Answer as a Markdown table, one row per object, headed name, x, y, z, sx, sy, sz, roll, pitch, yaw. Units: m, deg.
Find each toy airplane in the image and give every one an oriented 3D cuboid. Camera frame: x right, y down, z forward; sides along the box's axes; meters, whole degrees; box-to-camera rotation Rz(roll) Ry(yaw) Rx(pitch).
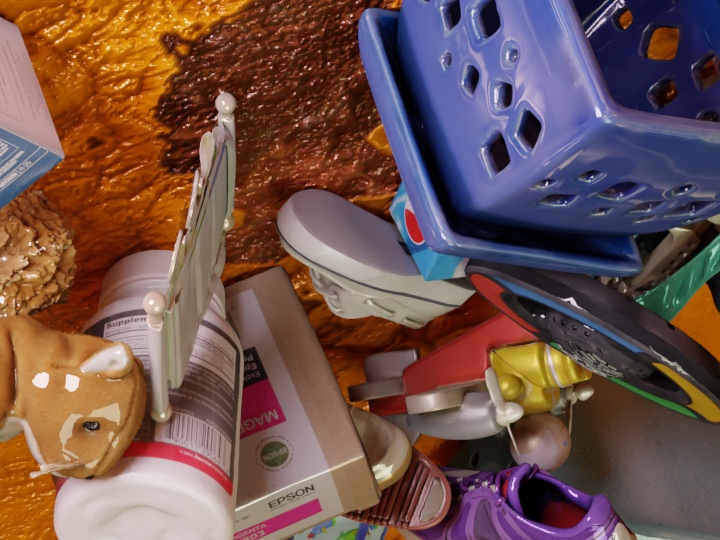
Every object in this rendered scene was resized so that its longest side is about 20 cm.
| name | x | y | z | sx | sy | sz | roll | pitch | yaw |
| --- | --- | --- | --- | --- | --- | --- | --- | --- | --- |
| toy airplane | 0.094 | 0.088 | 1.730 | 0.200 | 0.141 | 0.199 | -25 | 171 | -26 |

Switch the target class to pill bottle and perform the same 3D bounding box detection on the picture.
| name | x | y | z | sx | sy | sz | roll | pitch | yaw |
| --- | --- | --- | --- | --- | --- | --- | --- | --- | --- |
| pill bottle | -0.129 | 0.086 | 1.502 | 0.111 | 0.200 | 0.111 | 0 | 137 | 0 |

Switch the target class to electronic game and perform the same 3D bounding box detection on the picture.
| name | x | y | z | sx | sy | sz | roll | pitch | yaw |
| --- | --- | --- | --- | --- | --- | --- | --- | --- | --- |
| electronic game | 0.156 | 0.045 | 1.550 | 0.042 | 0.200 | 0.200 | -60 | 146 | -7 |

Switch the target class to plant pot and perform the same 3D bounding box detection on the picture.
| name | x | y | z | sx | sy | sz | roll | pitch | yaw |
| --- | --- | --- | --- | --- | --- | --- | --- | --- | --- |
| plant pot | 0.123 | -0.109 | 1.419 | 0.200 | 0.200 | 0.180 | 7 | 143 | -41 |
| plant pot | 0.177 | 0.192 | 1.909 | 0.200 | 0.196 | 0.196 | 13 | 133 | -32 |

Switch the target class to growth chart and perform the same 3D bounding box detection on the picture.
| name | x | y | z | sx | sy | sz | roll | pitch | yaw |
| --- | --- | --- | --- | --- | --- | --- | --- | --- | --- |
| growth chart | -0.098 | -0.011 | 1.429 | 0.018 | 0.200 | 0.145 | 10 | 137 | 5 |

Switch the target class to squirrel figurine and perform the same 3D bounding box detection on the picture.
| name | x | y | z | sx | sy | sz | roll | pitch | yaw |
| --- | --- | --- | --- | --- | --- | --- | --- | --- | --- |
| squirrel figurine | -0.216 | 0.039 | 1.388 | 0.187 | 0.200 | 0.142 | 1 | 168 | 3 |

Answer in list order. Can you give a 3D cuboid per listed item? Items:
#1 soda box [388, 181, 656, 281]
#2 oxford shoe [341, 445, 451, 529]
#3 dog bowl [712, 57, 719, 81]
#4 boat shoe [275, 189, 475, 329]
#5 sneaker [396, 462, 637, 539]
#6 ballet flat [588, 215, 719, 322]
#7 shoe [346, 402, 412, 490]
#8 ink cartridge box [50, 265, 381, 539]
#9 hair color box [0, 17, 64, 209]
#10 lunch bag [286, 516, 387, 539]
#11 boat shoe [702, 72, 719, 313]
| name | x | y | z | sx | sy | sz | roll | pitch | yaw |
| --- | --- | --- | --- | --- | --- | --- | --- | --- | --- |
| soda box | 0.126 | -0.047 | 1.624 | 0.200 | 0.068 | 0.064 | -8 | 144 | -26 |
| oxford shoe | -0.020 | 0.138 | 1.718 | 0.070 | 0.200 | 0.075 | -64 | 157 | -11 |
| dog bowl | 0.306 | -0.174 | 1.523 | 0.200 | 0.074 | 0.200 | -24 | 164 | -7 |
| boat shoe | 0.000 | 0.000 | 1.610 | 0.066 | 0.072 | 0.200 | -44 | 152 | 19 |
| sneaker | 0.104 | 0.162 | 1.688 | 0.081 | 0.200 | 0.083 | -53 | 135 | -34 |
| ballet flat | 0.222 | -0.030 | 1.596 | 0.070 | 0.067 | 0.200 | 25 | 120 | -34 |
| shoe | -0.064 | 0.118 | 1.662 | 0.200 | 0.070 | 0.053 | 4 | 159 | 13 |
| ink cartridge box | -0.109 | 0.111 | 1.601 | 0.200 | 0.165 | 0.075 | -23 | 149 | -5 |
| hair color box | -0.250 | -0.109 | 1.241 | 0.061 | 0.100 | 0.200 | -36 | 146 | 20 |
| lunch bag | -0.058 | 0.210 | 1.864 | 0.161 | 0.082 | 0.200 | -14 | 148 | -23 |
| boat shoe | 0.265 | -0.051 | 1.691 | 0.075 | 0.093 | 0.200 | -21 | 148 | -7 |
